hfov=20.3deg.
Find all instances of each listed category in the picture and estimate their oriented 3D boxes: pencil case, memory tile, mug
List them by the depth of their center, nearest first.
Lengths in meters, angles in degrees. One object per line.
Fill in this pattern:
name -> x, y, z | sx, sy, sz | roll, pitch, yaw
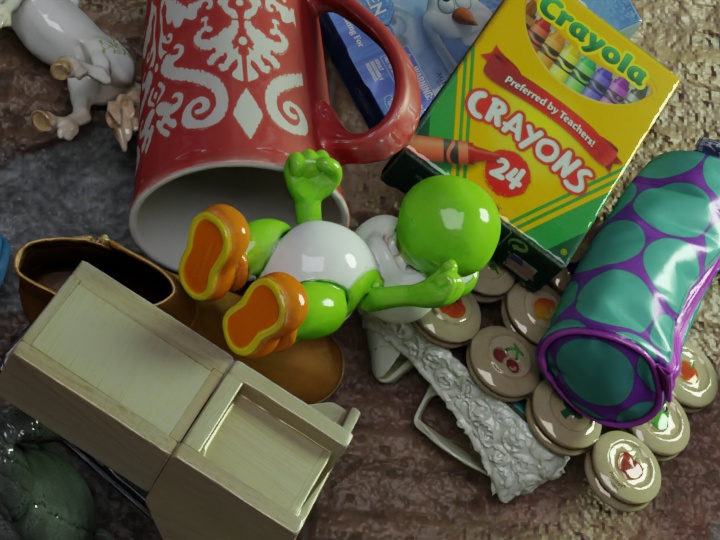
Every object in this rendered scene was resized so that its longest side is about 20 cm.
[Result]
pencil case -> 0.184, 0.007, 1.253 | 0.092, 0.085, 0.200 | 9, 42, 27
mug -> -0.058, -0.112, 1.259 | 0.176, 0.134, 0.201 | -1, 58, -6
memory tile -> 0.131, 0.045, 1.266 | 0.200, 0.017, 0.153 | 42, 46, 1

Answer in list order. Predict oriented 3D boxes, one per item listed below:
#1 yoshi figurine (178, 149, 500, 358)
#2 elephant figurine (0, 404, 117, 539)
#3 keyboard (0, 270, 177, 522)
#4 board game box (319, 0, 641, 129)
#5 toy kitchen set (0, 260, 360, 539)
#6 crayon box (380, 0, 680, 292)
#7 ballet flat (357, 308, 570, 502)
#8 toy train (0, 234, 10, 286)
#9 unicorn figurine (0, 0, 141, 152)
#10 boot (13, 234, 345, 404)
yoshi figurine -> 0.004, -0.014, 1.135 | 0.199, 0.112, 0.113 | -8, 97, -45
elephant figurine -> -0.218, 0.124, 1.121 | 0.155, 0.200, 0.142 | -25, 76, -16
keyboard -> -0.118, 0.082, 1.249 | 0.200, 0.021, 0.127 | 41, 76, 5
board game box -> 0.057, -0.208, 1.365 | 0.198, 0.043, 0.201 | -25, 77, -17
toy kitchen set -> -0.111, 0.100, 1.141 | 0.180, 0.200, 0.163 | 33, 44, -1
crayon box -> 0.117, -0.103, 1.282 | 0.127, 0.051, 0.200 | 35, 63, -3
ballet flat -> 0.047, 0.065, 1.260 | 0.072, 0.072, 0.200 | -38, 78, -19
toy train -> -0.275, 0.041, 1.185 | 0.115, 0.085, 0.201 | 15, 47, -18
unicorn figurine -> -0.202, -0.165, 1.289 | 0.201, 0.074, 0.137 | 59, 29, -9
boot -> -0.104, 0.032, 1.179 | 0.200, 0.144, 0.071 | 11, 75, -2
